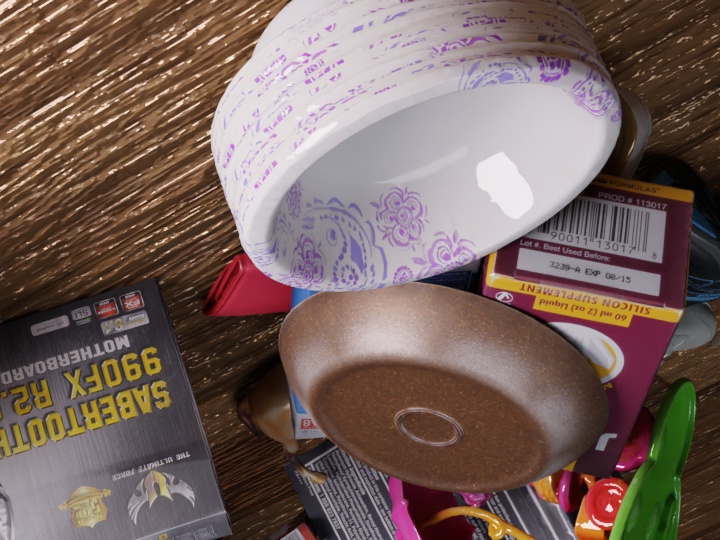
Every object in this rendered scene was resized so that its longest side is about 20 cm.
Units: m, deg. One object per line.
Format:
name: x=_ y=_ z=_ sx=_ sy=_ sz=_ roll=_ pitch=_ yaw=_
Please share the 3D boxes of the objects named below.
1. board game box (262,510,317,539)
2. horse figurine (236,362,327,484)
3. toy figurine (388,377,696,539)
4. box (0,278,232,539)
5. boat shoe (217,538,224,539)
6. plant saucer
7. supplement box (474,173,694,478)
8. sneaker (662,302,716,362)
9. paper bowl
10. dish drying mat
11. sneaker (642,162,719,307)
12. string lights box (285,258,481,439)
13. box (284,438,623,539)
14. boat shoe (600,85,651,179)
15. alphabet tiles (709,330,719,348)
board game box: x=-0.079 y=0.229 z=1.441 sx=0.103 sy=0.019 sz=0.200 roll=-34 pitch=177 yaw=-3
horse figurine: x=-0.017 y=0.094 z=1.286 sx=0.199 sy=0.050 sz=0.133 roll=-15 pitch=136 yaw=33
toy figurine: x=0.110 y=0.148 z=1.217 sx=0.183 sy=0.201 sz=0.150 roll=13 pitch=173 yaw=25
box: x=-0.193 y=0.109 z=1.084 sx=0.199 sy=0.159 sz=0.048 roll=-17 pitch=155 yaw=-6
boat shoe: x=-0.160 y=0.234 z=1.472 sx=0.072 sy=0.072 sz=0.200 roll=-23 pitch=157 yaw=9
plant saucer: x=0.043 y=0.079 z=1.067 sx=0.200 sy=0.037 sz=0.201 roll=12 pitch=145 yaw=8
supplement box: x=0.120 y=0.033 z=1.080 sx=0.110 sy=0.086 sz=0.200 roll=11 pitch=146 yaw=2
sneaker: x=0.198 y=0.062 z=1.366 sx=0.199 sy=0.092 sz=0.076 roll=0 pitch=149 yaw=-38
paper bowl: x=0.022 y=-0.082 z=0.917 sx=0.200 sy=0.105 sz=0.201 roll=-16 pitch=155 yaw=-8
dish drying mat: x=0.000 y=0.000 z=1.177 sx=0.199 sy=0.018 sz=0.077 roll=-7 pitch=152 yaw=-28
sneaker: x=0.220 y=-0.012 z=1.251 sx=0.082 sy=0.073 sz=0.200 roll=-29 pitch=154 yaw=16
string lights box: x=0.010 y=0.025 z=1.121 sx=0.102 sy=0.059 sz=0.200 roll=-4 pitch=144 yaw=-8
box: x=0.085 y=0.180 z=1.370 sx=0.198 sy=0.201 sz=0.123 roll=-34 pitch=167 yaw=30
boat shoe: x=0.130 y=-0.052 z=1.114 sx=0.069 sy=0.071 sz=0.200 roll=-16 pitch=159 yaw=-31
alphabet tiles: x=0.323 y=-0.023 z=1.300 sx=0.167 sy=0.008 sz=0.200 roll=-40 pitch=166 yaw=-27
